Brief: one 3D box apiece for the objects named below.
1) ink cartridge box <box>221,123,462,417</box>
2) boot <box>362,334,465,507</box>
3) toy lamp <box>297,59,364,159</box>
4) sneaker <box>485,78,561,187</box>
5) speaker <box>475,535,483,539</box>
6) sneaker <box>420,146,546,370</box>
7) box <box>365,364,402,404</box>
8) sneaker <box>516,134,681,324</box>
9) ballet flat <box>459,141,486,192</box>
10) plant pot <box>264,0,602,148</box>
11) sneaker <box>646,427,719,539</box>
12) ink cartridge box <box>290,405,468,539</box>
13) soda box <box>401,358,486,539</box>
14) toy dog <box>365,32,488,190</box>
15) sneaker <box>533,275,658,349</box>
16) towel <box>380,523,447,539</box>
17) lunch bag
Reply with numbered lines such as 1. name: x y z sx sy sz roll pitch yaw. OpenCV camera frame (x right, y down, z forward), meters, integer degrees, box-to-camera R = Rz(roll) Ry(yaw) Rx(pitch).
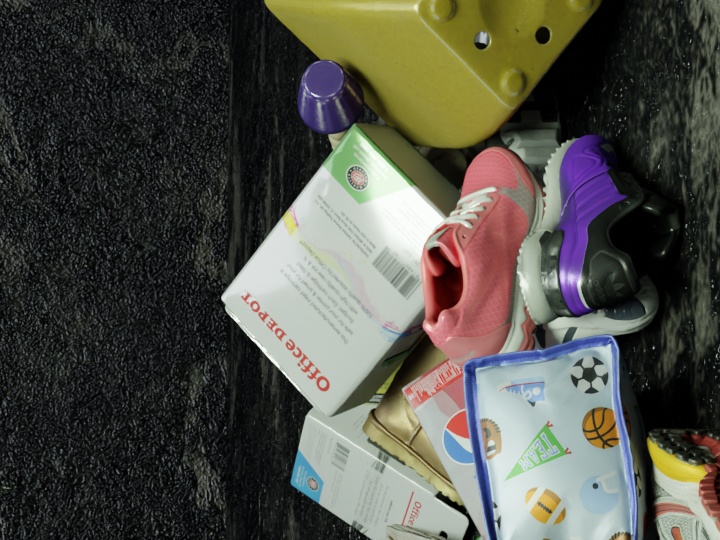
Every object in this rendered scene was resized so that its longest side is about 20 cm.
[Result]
1. ink cartridge box: 0.000 0.000 1.123 0.145 0.084 0.200 45 111 16
2. boot: 0.110 0.096 1.152 0.201 0.174 0.066 -61 -8 15
3. toy lamp: -0.019 -0.122 1.141 0.200 0.057 0.059 75 -167 -73
4. sneaker: 0.143 -0.066 1.120 0.091 0.066 0.202 101 166 -57
5. speaker: 0.110 0.274 1.134 0.200 0.087 0.089 119 151 -62
6. sneaker: 0.085 -0.019 0.965 0.073 0.086 0.202 -27 44 39
7. box: 0.021 0.022 1.273 0.075 0.049 0.203 -141 56 -74
8. sneaker: 0.180 -0.035 0.940 0.070 0.099 0.201 62 -149 -27
9. ballet flat: 0.101 -0.097 1.289 0.201 0.069 0.070 -109 25 -58
10. plant pot: 0.076 -0.215 1.048 0.196 0.194 0.200 -50 25 -2
11. sneaker: 0.217 0.153 0.753 0.200 0.077 0.083 -108 19 -79
12. ink cartridge box: 0.032 0.220 1.380 0.067 0.199 0.117 -41 -25 -44
13. soda box: 0.110 0.162 1.031 0.201 0.063 0.070 61 -171 33
14. toy dog: 0.068 -0.167 1.231 0.131 0.096 0.202 -18 50 58
15. sneaker: 0.159 0.063 1.012 0.198 0.079 0.130 -7 118 45
16. towel: 0.066 0.354 1.301 0.132 0.034 0.203 -5 92 63
17. lunch bag: 0.136 0.167 0.873 0.170 0.122 0.202 46 -146 -66
